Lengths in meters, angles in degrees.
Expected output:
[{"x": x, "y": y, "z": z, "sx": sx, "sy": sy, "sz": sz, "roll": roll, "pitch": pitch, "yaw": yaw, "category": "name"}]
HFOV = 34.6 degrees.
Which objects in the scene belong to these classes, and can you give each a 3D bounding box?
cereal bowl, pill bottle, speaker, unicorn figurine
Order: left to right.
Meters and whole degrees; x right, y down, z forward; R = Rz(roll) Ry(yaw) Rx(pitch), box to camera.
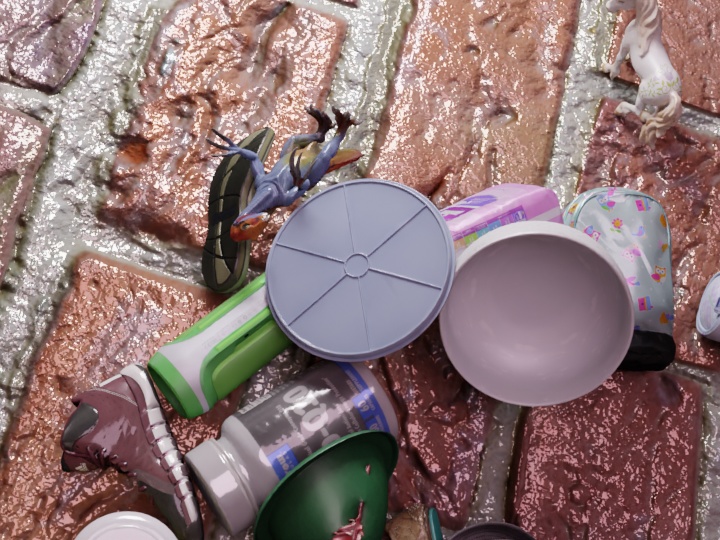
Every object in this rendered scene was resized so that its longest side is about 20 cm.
[{"x": -0.219, "y": 0.283, "z": 1.073, "sx": 0.109, "sy": 0.200, "sz": 0.110, "roll": 3, "pitch": 72, "yaw": -10, "category": "pill bottle"}, {"x": -0.124, "y": 0.068, "z": 1.221, "sx": 0.200, "sy": 0.088, "sz": 0.088, "roll": -37, "pitch": 84, "yaw": -20, "category": "speaker"}, {"x": -0.071, "y": 0.177, "z": 1.184, "sx": 0.200, "sy": 0.114, "sz": 0.114, "roll": -31, "pitch": 81, "yaw": -19, "category": "pill bottle"}, {"x": 0.180, "y": 0.035, "z": 1.197, "sx": 0.200, "sy": 0.200, "sz": 0.083, "roll": 21, "pitch": 27, "yaw": -5, "category": "cereal bowl"}, {"x": 0.336, "y": -0.258, "z": 1.390, "sx": 0.074, "sy": 0.137, "sz": 0.200, "roll": -30, "pitch": 81, "yaw": -18, "category": "unicorn figurine"}]

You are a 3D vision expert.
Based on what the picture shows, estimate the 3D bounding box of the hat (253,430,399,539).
[{"x": 0.005, "y": 0.278, "z": 1.108, "sx": 0.200, "sy": 0.166, "sz": 0.176, "roll": -30, "pitch": 53, "yaw": -20, "category": "hat"}]

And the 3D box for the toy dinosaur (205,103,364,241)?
[{"x": -0.067, "y": -0.091, "z": 1.232, "sx": 0.105, "sy": 0.200, "sz": 0.182, "roll": 20, "pitch": 75, "yaw": 41, "category": "toy dinosaur"}]

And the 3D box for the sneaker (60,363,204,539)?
[{"x": -0.238, "y": 0.202, "z": 1.170, "sx": 0.115, "sy": 0.076, "sz": 0.200, "roll": -21, "pitch": 68, "yaw": -12, "category": "sneaker"}]

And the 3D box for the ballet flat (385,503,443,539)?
[{"x": 0.066, "y": 0.345, "z": 1.196, "sx": 0.065, "sy": 0.071, "sz": 0.200, "roll": -15, "pitch": 72, "yaw": 12, "category": "ballet flat"}]

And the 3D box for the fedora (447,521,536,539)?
[{"x": 0.157, "y": 0.337, "z": 1.158, "sx": 0.200, "sy": 0.090, "sz": 0.177, "roll": -10, "pitch": 77, "yaw": -41, "category": "fedora"}]

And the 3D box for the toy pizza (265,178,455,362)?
[{"x": 0.000, "y": 0.000, "z": 1.181, "sx": 0.200, "sy": 0.032, "sz": 0.201, "roll": -6, "pitch": 67, "yaw": 14, "category": "toy pizza"}]

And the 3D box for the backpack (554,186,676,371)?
[{"x": 0.281, "y": 0.009, "z": 1.299, "sx": 0.166, "sy": 0.127, "sz": 0.201, "roll": 4, "pitch": 77, "yaw": -12, "category": "backpack"}]

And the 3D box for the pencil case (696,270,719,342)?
[{"x": 0.495, "y": 0.067, "z": 1.351, "sx": 0.200, "sy": 0.083, "sz": 0.091, "roll": 22, "pitch": 92, "yaw": -5, "category": "pencil case"}]

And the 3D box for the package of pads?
[{"x": 0.114, "y": -0.032, "z": 1.282, "sx": 0.200, "sy": 0.120, "sz": 0.076, "roll": -24, "pitch": 100, "yaw": -18, "category": "package of pads"}]

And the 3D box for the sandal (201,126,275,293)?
[{"x": -0.128, "y": -0.065, "z": 1.277, "sx": 0.057, "sy": 0.080, "sz": 0.201, "roll": 25, "pitch": 64, "yaw": -38, "category": "sandal"}]
